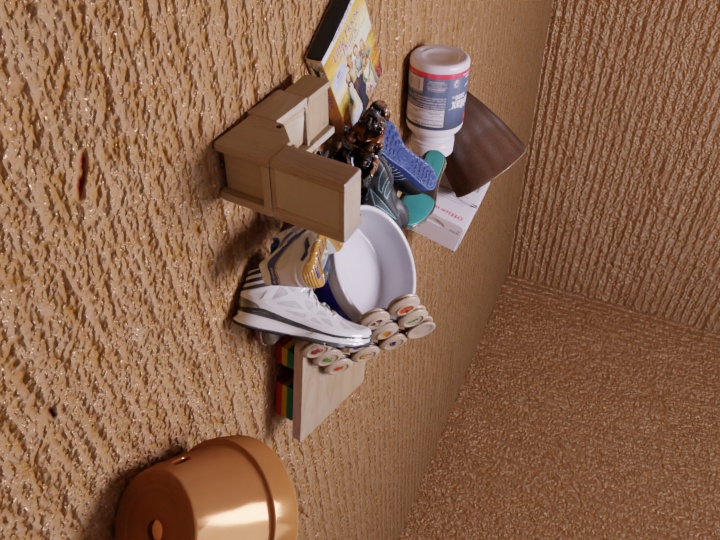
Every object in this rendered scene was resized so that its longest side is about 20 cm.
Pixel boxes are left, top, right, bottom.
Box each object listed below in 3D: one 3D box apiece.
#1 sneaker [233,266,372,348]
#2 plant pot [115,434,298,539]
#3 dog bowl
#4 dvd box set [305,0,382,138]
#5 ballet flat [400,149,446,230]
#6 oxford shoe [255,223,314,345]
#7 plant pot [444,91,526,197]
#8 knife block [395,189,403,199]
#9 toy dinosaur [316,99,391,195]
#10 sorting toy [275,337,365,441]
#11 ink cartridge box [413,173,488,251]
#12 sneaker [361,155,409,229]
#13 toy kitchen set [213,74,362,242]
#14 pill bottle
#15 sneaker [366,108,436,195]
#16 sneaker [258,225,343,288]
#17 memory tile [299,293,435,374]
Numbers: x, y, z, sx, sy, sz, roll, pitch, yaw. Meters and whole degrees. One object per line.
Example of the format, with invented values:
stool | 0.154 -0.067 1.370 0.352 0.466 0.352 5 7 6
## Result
sneaker | -0.068 0.040 0.950 0.076 0.199 0.116 178 -75 -74
plant pot | -0.193 0.301 0.812 0.140 0.199 0.202 17 89 -56
dog bowl | 0.000 0.000 1.113 0.199 0.078 0.202 19 64 -44
dvd box set | -0.019 -0.311 1.026 0.200 0.029 0.147 64 46 -65
ballet flat | 0.118 -0.144 1.325 0.075 0.067 0.201 105 7 -62
oxford shoe | -0.098 0.020 1.003 0.070 0.074 0.202 31 76 -73
plant pot | 0.234 -0.298 1.499 0.201 0.186 0.187 54 37 -10
knife block | 0.041 -0.102 1.323 0.201 0.063 0.177 76 34 -57
toy dinosaur | -0.003 -0.167 1.068 0.136 0.101 0.201 -51 149 -44
sorting toy | -0.068 0.152 1.177 0.199 0.069 0.202 -36 139 -48
ink cartridge box | 0.204 -0.161 1.609 0.200 0.144 0.085 -57 169 -40
sneaker | 0.021 -0.133 1.174 0.079 0.075 0.201 -43 125 -19
toy kitchen set | -0.049 -0.115 0.862 0.200 0.179 0.164 -51 152 -41
pill bottle | 0.151 -0.335 1.366 0.120 0.119 0.201 -54 154 -45
sneaker | 0.047 -0.199 1.201 0.200 0.078 0.071 41 55 -30
sneaker | -0.076 -0.044 0.910 0.200 0.087 0.076 -66 149 -61
memory tile | 0.015 0.104 1.060 0.017 0.199 0.153 67 7 29
